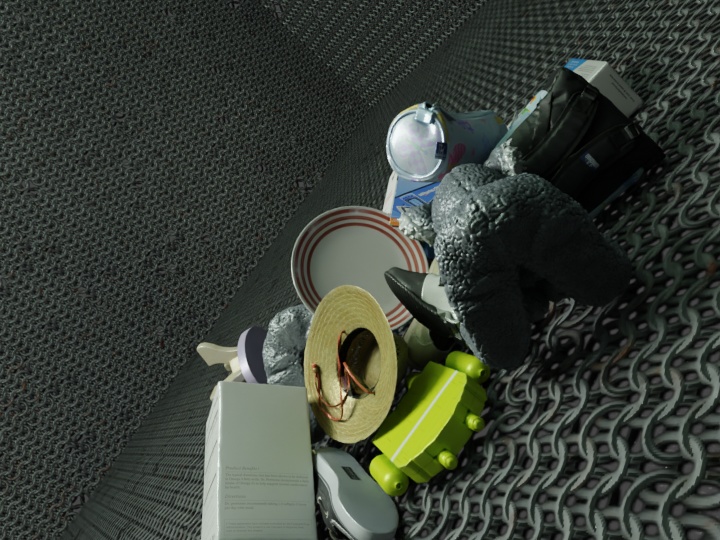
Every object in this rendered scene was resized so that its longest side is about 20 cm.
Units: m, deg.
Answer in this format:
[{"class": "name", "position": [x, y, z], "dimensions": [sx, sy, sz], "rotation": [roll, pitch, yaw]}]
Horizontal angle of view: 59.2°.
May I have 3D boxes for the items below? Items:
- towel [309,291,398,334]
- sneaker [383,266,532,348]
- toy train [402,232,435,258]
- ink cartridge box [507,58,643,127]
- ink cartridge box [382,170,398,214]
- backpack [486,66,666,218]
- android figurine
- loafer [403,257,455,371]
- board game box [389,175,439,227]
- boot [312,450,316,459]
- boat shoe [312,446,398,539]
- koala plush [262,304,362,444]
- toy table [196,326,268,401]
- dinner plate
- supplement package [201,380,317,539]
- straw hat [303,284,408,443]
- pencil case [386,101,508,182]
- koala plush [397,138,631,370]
[{"class": "towel", "position": [-0.005, 0.049, 0.987], "dimensions": [0.024, 0.144, 0.200], "rotation": [-64, 1, 7]}, {"class": "sneaker", "position": [0.118, 0.034, 0.756], "dimensions": [0.200, 0.074, 0.089], "rotation": [30, 70, 36]}, {"class": "toy train", "position": [0.126, -0.111, 0.946], "dimensions": [0.085, 0.115, 0.201], "rotation": [-21, -62, -72]}, {"class": "ink cartridge box", "position": [0.287, -0.206, 0.931], "dimensions": [0.200, 0.084, 0.146], "rotation": [-47, 15, 15]}, {"class": "ink cartridge box", "position": [0.072, -0.081, 1.112], "dimensions": [0.116, 0.067, 0.201], "rotation": [130, 153, -77]}, {"class": "backpack", "position": [0.225, -0.109, 0.765], "dimensions": [0.200, 0.163, 0.154], "rotation": [-50, -3, 4]}, {"class": "android figurine", "position": [0.077, 0.168, 0.713], "dimensions": [0.182, 0.041, 0.200], "rotation": [-52, 11, -11]}, {"class": "loafer", "position": [0.123, 0.042, 0.843], "dimensions": [0.068, 0.075, 0.201], "rotation": [-20, 43, 61]}, {"class": "board game box", "position": [0.144, -0.100, 0.886], "dimensions": [0.019, 0.199, 0.104], "rotation": [21, -100, -67]}, {"class": "boot", "position": [-0.147, 0.255, 0.942], "dimensions": [0.072, 0.155, 0.200], "rotation": [-54, 14, -15]}, {"class": "boat shoe", "position": [-0.017, 0.268, 0.714], "dimensions": [0.200, 0.070, 0.067], "rotation": [23, 99, 66]}, {"class": "koala plush", "position": [-0.051, 0.131, 0.981], "dimensions": [0.177, 0.184, 0.200], "rotation": [-36, -4, 9]}, {"class": "toy table", "position": [-0.259, 0.212, 1.385], "dimensions": [0.117, 0.184, 0.200], "rotation": [-30, 6, 12]}, {"class": "dinner plate", "position": [0.000, 0.000, 0.903], "dimensions": [0.201, 0.200, 0.024], "rotation": [-57, -2, -25]}, {"class": "supplement package", "position": [-0.129, 0.254, 0.782], "dimensions": [0.118, 0.116, 0.201], "rotation": [116, 154, -44]}, {"class": "straw hat", "position": [0.013, 0.117, 0.809], "dimensions": [0.201, 0.085, 0.202], "rotation": [-5, 84, 53]}, {"class": "pencil case", "position": [0.113, -0.158, 0.786], "dimensions": [0.083, 0.091, 0.200], "rotation": [13, 16, 33]}, {"class": "koala plush", "position": [0.133, -0.045, 0.644], "dimensions": [0.177, 0.184, 0.200], "rotation": [-36, 36, 11]}]
